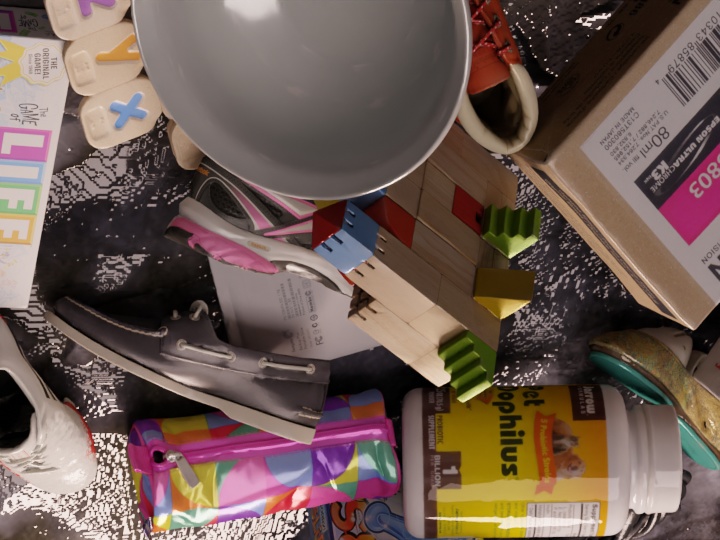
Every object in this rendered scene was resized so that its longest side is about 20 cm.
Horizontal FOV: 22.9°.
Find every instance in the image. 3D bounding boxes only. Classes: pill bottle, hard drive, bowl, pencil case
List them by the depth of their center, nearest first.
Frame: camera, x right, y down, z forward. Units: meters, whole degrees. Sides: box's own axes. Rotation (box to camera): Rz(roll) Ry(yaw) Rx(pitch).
[{"bbox_3d":[-0.020,-0.148,0.985,0.199,0.090,0.203,10,118,20],"label":"bowl"},{"bbox_3d":[0.000,0.000,1.218,0.198,0.025,0.133,-16,132,-6],"label":"hard drive"},{"bbox_3d":[-0.070,0.135,1.268,0.198,0.089,0.089,-7,131,-17],"label":"pencil case"},{"bbox_3d":[0.129,0.138,1.296,0.198,0.110,0.110,-1,131,1],"label":"pill bottle"}]

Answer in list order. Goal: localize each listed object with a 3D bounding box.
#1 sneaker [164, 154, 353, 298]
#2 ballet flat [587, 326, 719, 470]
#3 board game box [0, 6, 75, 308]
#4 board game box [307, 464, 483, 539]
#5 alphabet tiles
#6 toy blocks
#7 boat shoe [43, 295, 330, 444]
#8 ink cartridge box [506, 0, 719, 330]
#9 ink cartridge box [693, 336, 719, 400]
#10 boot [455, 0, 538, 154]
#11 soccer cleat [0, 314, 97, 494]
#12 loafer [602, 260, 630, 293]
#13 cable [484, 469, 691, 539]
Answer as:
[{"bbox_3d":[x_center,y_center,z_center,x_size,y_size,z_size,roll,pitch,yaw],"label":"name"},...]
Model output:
[{"bbox_3d":[-0.020,-0.034,1.119,0.199,0.080,0.087,14,97,-38],"label":"sneaker"},{"bbox_3d":[0.237,0.082,1.352,0.070,0.071,0.200,-37,132,13],"label":"ballet flat"},{"bbox_3d":[-0.253,-0.066,1.065,0.133,0.034,0.201,1,128,-21],"label":"board game box"},{"bbox_3d":[0.033,0.240,1.317,0.134,0.202,0.035,7,145,-25],"label":"board game box"},{"bbox_3d":[-0.085,-0.153,1.048,0.194,0.015,0.201,-24,134,-13],"label":"alphabet tiles"},{"bbox_3d":[0.025,-0.033,1.066,0.136,0.201,0.100,37,130,-24],"label":"toy blocks"},{"bbox_3d":[-0.112,0.052,1.190,0.199,0.073,0.063,24,88,-12],"label":"boat shoe"},{"bbox_3d":[0.212,-0.092,1.120,0.200,0.075,0.165,-48,114,-3],"label":"ink cartridge box"},{"bbox_3d":[0.376,0.055,1.288,0.144,0.147,0.201,27,102,-37],"label":"ink cartridge box"},{"bbox_3d":[0.055,-0.159,1.045,0.075,0.108,0.201,-27,132,0],"label":"boot"},{"bbox_3d":[-0.227,0.102,1.180,0.068,0.086,0.201,-22,136,0],"label":"soccer cleat"},{"bbox_3d":[0.245,-0.061,1.221,0.072,0.073,0.200,24,117,-33],"label":"loafer"},{"bbox_3d":[0.165,0.192,1.433,0.199,0.051,0.163,-35,140,16],"label":"cable"}]
